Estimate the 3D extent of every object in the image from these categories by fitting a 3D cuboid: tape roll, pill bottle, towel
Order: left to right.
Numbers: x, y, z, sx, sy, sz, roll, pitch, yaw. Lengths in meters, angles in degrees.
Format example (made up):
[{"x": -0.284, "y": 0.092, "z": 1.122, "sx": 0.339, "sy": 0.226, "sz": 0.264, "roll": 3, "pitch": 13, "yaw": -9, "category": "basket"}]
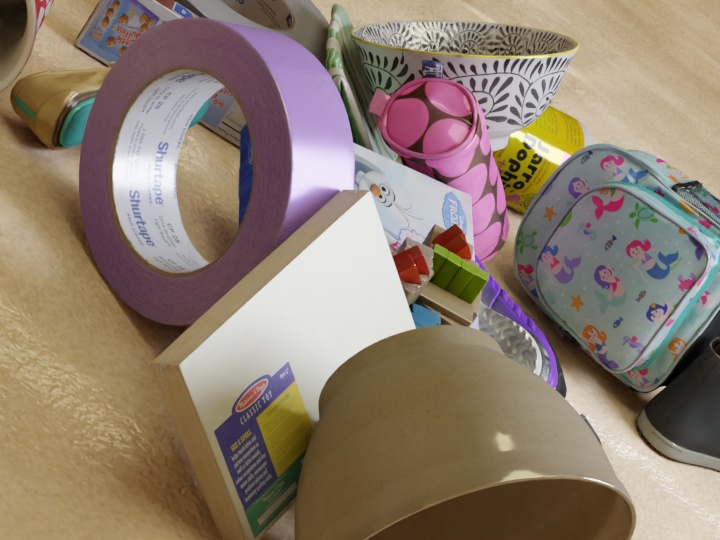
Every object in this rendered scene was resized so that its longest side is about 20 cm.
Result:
[{"x": -0.099, "y": -0.064, "z": 1.198, "sx": 0.065, "sy": 0.201, "sz": 0.201, "roll": 2, "pitch": 43, "yaw": -50, "category": "tape roll"}, {"x": -0.118, "y": -0.221, "z": 1.591, "sx": 0.199, "sy": 0.066, "sz": 0.201, "roll": 30, "pitch": 26, "yaw": -16, "category": "tape roll"}, {"x": 0.004, "y": -0.133, "z": 1.557, "sx": 0.200, "sy": 0.023, "sz": 0.154, "roll": -86, "pitch": 156, "yaw": -65, "category": "towel"}, {"x": 0.153, "y": -0.114, "z": 1.723, "sx": 0.199, "sy": 0.105, "sz": 0.105, "roll": 22, "pitch": 30, "yaw": -30, "category": "pill bottle"}]

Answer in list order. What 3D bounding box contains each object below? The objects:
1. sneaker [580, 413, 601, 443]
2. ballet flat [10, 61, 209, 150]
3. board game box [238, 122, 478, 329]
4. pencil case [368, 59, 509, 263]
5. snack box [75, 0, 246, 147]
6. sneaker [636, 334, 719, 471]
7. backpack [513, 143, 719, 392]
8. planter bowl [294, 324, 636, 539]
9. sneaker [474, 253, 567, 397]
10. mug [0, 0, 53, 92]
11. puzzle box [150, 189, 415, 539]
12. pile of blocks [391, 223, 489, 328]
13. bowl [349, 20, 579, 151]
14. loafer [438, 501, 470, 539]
[{"x": 0.087, "y": 0.100, "z": 1.244, "sx": 0.199, "sy": 0.115, "sz": 0.076, "roll": 20, "pitch": 75, "yaw": -31, "category": "sneaker"}, {"x": -0.188, "y": -0.135, "z": 1.362, "sx": 0.063, "sy": 0.069, "sz": 0.200, "roll": 32, "pitch": 21, "yaw": 21, "category": "ballet flat"}, {"x": 0.000, "y": 0.000, "z": 1.334, "sx": 0.198, "sy": 0.043, "sz": 0.202, "roll": 22, "pitch": 50, "yaw": -30, "category": "board game box"}, {"x": 0.068, "y": -0.080, "z": 1.491, "sx": 0.093, "sy": 0.200, "sz": 0.091, "roll": 9, "pitch": 63, "yaw": 17, "category": "pencil case"}, {"x": -0.130, "y": -0.162, "z": 1.470, "sx": 0.199, "sy": 0.072, "sz": 0.024, "roll": 32, "pitch": 28, "yaw": -14, "category": "snack box"}, {"x": 0.340, "y": 0.119, "z": 1.579, "sx": 0.199, "sy": 0.106, "sz": 0.075, "roll": 8, "pitch": 38, "yaw": -46, "category": "sneaker"}, {"x": 0.234, "y": -0.010, "z": 1.578, "sx": 0.200, "sy": 0.178, "sz": 0.150, "roll": 46, "pitch": 21, "yaw": 26, "category": "backpack"}, {"x": 0.047, "y": 0.120, "z": 1.063, "sx": 0.199, "sy": 0.200, "sz": 0.136, "roll": 15, "pitch": 43, "yaw": -39, "category": "planter bowl"}, {"x": 0.100, "y": 0.046, "z": 1.445, "sx": 0.099, "sy": 0.070, "sz": 0.201, "roll": 32, "pitch": 18, "yaw": -47, "category": "sneaker"}, {"x": -0.295, "y": -0.228, "z": 1.300, "sx": 0.177, "sy": 0.134, "sz": 0.200, "roll": 34, "pitch": 22, "yaw": -11, "category": "mug"}, {"x": -0.038, "y": 0.056, "z": 1.105, "sx": 0.200, "sy": 0.025, "sz": 0.134, "roll": -43, "pitch": 125, "yaw": -40, "category": "puzzle box"}, {"x": 0.043, "y": 0.014, "z": 1.254, "sx": 0.082, "sy": 0.062, "sz": 0.200, "roll": 41, "pitch": 32, "yaw": 13, "category": "pile of blocks"}, {"x": 0.087, "y": -0.158, "z": 1.567, "sx": 0.198, "sy": 0.095, "sz": 0.201, "roll": 3, "pitch": 16, "yaw": -1, "category": "bowl"}, {"x": 0.017, "y": 0.135, "z": 1.175, "sx": 0.200, "sy": 0.070, "sz": 0.070, "roll": 44, "pitch": 18, "yaw": 12, "category": "loafer"}]
